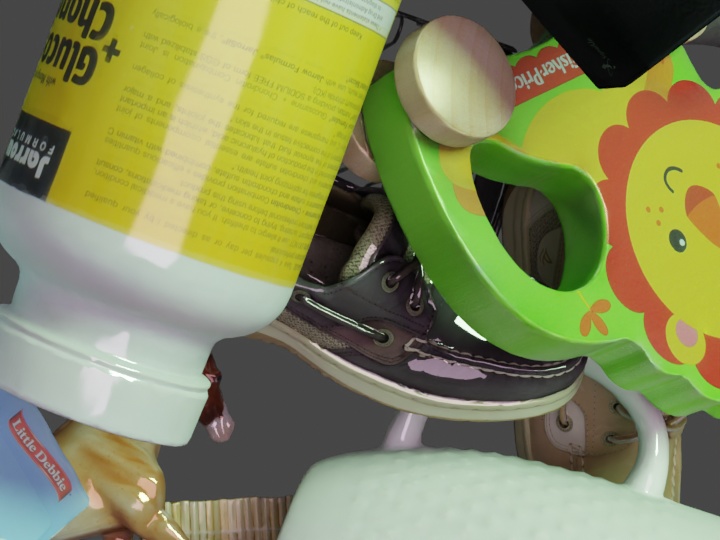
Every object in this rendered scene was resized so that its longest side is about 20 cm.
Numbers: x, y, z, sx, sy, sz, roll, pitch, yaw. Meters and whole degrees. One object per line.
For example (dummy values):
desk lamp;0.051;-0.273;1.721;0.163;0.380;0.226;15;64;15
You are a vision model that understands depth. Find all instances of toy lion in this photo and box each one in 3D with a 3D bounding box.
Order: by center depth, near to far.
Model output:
toy lion;0.105;-0.024;0.829;0.200;0.069;0.192;-26;90;-39

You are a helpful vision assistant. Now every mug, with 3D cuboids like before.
mug;0.057;0.123;0.859;0.175;0.148;0.200;17;85;7

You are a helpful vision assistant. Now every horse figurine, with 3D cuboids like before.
horse figurine;-0.137;0.115;0.871;0.200;0.050;0.133;-17;84;-5

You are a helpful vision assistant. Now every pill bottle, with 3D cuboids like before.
pill bottle;-0.063;-0.046;0.730;0.112;0.112;0.200;20;92;-14

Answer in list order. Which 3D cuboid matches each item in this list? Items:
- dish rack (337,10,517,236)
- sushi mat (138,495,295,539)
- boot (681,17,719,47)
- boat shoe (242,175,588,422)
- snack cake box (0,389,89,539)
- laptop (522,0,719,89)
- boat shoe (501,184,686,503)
dish rack;-0.026;-0.057;0.889;0.200;0.055;0.154;18;90;-14
sushi mat;-0.046;0.197;0.921;0.096;0.012;0.200;-4;94;-14
boot;0.202;-0.087;0.937;0.200;0.070;0.132;-14;103;-7
boat shoe;0.000;0.000;0.817;0.200;0.065;0.072;21;51;-2
snack cake box;-0.201;0.029;0.764;0.067;0.115;0.200;-42;107;-48
laptop;0.110;-0.199;0.729;0.177;0.103;0.200;48;57;-13
boat shoe;0.111;0.049;0.913;0.072;0.065;0.200;-13;100;-28
